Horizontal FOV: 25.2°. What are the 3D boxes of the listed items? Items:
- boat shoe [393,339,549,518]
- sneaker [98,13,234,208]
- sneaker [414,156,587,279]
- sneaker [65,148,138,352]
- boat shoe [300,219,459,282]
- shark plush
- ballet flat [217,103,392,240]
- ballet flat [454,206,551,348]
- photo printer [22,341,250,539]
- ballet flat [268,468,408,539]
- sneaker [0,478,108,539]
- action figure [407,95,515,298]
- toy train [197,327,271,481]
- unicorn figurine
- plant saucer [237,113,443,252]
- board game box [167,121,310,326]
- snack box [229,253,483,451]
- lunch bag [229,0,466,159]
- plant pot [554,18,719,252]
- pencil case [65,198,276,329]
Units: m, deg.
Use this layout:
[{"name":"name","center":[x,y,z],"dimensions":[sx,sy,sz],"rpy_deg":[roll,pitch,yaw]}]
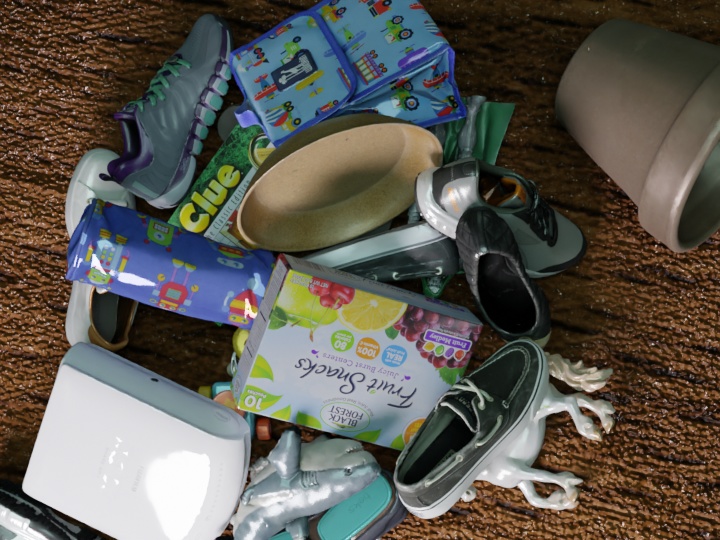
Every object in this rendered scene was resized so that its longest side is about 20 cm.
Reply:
[{"name":"boat shoe","center":[0.103,0.135,1.477],"dimensions":[0.071,0.064,0.200],"rpy_deg":[25,67,33]},{"name":"sneaker","center":[-0.186,-0.165,1.557],"dimensions":[0.087,0.074,0.201],"rpy_deg":[23,77,-35]},{"name":"sneaker","center":[0.144,-0.049,1.499],"dimensions":[0.079,0.200,0.074],"rpy_deg":[-25,54,43]},{"name":"sneaker","center":[-0.237,-0.018,1.556],"dimensions":[0.073,0.085,0.201],"rpy_deg":[0,92,-35]},{"name":"boat shoe","center":[0.000,0.000,1.535],"dimensions":[0.200,0.069,0.057],"rpy_deg":[-16,95,23]},{"name":"shark plush","center":[-0.074,0.224,1.483],"dimensions":[0.200,0.091,0.083],"rpy_deg":[-42,68,-3]},{"name":"ballet flat","center":[-0.053,-0.098,1.581],"dimensions":[0.200,0.046,0.067],"rpy_deg":[33,101,3]},{"name":"ballet flat","center":[0.129,0.020,1.489],"dimensions":[0.066,0.200,0.057],"rpy_deg":[-13,48,17]},{"name":"photo printer","center":[-0.206,0.179,1.526],"dimensions":[0.200,0.069,0.167],"rpy_deg":[25,114,6]},{"name":"ballet flat","center":[-0.033,0.260,1.526],"dimensions":[0.200,0.073,0.073],"rpy_deg":[-38,83,11]},{"name":"sneaker","center":[-0.294,0.284,1.556],"dimensions":[0.200,0.074,0.080],"rpy_deg":[32,102,11]},{"name":"action figure","center":[0.082,-0.071,1.562],"dimensions":[0.118,0.055,0.201],"rpy_deg":[6,89,2]},{"name":"toy train","center":[-0.070,0.109,1.554],"dimensions":[0.150,0.056,0.200],"rpy_deg":[37,88,7]},{"name":"unicorn figurine","center":[0.153,0.168,1.530],"dimensions":[0.137,0.074,0.200],"rpy_deg":[24,73,15]},{"name":"plant saucer","center":[-0.023,-0.086,1.475],"dimensions":[0.200,0.200,0.036],"rpy_deg":[-24,65,2]},{"name":"board game box","center":[-0.118,-0.055,1.563],"dimensions":[0.105,0.023,0.200],"rpy_deg":[37,103,5]},{"name":"snack box","center":[-0.004,0.081,1.497],"dimensions":[0.200,0.053,0.143],"rpy_deg":[16,105,-20]},{"name":"lunch bag","center":[-0.025,-0.181,1.515],"dimensions":[0.200,0.094,0.151],"rpy_deg":[-24,49,-6]},{"name":"plant pot","center":[0.281,-0.144,1.501],"dimensions":[0.174,0.200,0.200],"rpy_deg":[35,88,25]},{"name":"pencil case","center":[-0.172,-0.006,1.498],"dimensions":[0.200,0.078,0.087],"rpy_deg":[17,45,-16]}]
